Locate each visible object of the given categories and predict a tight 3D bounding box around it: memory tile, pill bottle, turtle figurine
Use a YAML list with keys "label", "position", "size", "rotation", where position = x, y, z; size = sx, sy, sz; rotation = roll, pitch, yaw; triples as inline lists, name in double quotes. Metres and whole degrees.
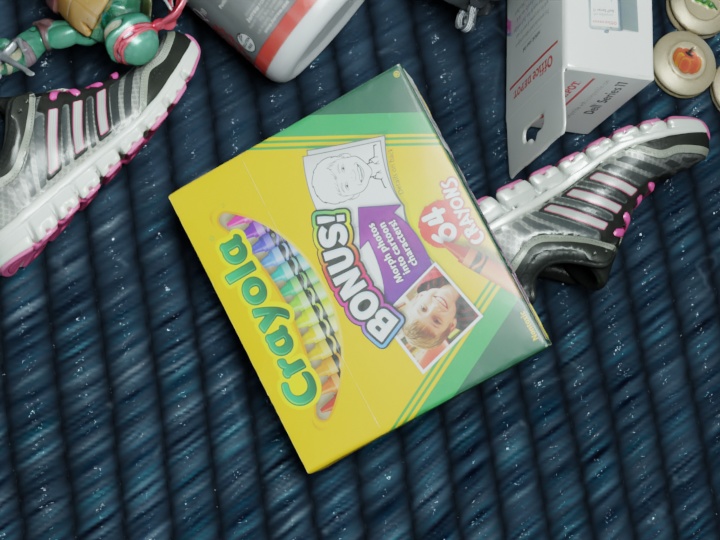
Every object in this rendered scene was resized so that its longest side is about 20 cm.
- label: "memory tile"
  position: [0.320, -0.171, 1.165]
  size: [0.199, 0.017, 0.154]
  rotation: [21, 73, -7]
- label: "pill bottle"
  position: [-0.090, -0.230, 1.033]
  size: [0.200, 0.116, 0.116]
  rotation: [42, 72, 0]
- label: "turtle figurine"
  position: [-0.186, -0.182, 0.981]
  size: [0.200, 0.100, 0.150]
  rotation: [47, 107, 25]

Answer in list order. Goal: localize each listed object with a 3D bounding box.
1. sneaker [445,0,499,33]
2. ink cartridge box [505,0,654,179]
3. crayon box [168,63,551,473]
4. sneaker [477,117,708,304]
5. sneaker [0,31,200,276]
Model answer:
- label: "sneaker"
  position: [0.069, -0.253, 1.096]
  size: [0.075, 0.114, 0.201]
  rotation: [14, 38, -24]
- label: "ink cartridge box"
  position: [0.149, -0.170, 1.072]
  size: [0.067, 0.117, 0.202]
  rotation: [6, 76, -13]
- label: "crayon box"
  position: [0.000, 0.000, 0.996]
  size: [0.172, 0.058, 0.201]
  rotation: [-29, 83, 8]
- label: "sneaker"
  position: [0.158, -0.035, 1.060]
  size: [0.199, 0.074, 0.088]
  rotation: [-26, 83, -12]
- label: "sneaker"
  position: [-0.188, -0.094, 1.000]
  size: [0.087, 0.074, 0.200]
  rotation: [44, 77, -6]
